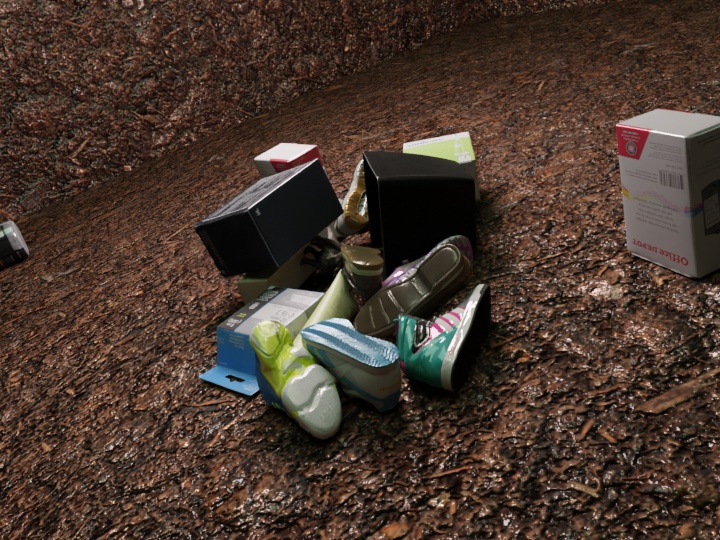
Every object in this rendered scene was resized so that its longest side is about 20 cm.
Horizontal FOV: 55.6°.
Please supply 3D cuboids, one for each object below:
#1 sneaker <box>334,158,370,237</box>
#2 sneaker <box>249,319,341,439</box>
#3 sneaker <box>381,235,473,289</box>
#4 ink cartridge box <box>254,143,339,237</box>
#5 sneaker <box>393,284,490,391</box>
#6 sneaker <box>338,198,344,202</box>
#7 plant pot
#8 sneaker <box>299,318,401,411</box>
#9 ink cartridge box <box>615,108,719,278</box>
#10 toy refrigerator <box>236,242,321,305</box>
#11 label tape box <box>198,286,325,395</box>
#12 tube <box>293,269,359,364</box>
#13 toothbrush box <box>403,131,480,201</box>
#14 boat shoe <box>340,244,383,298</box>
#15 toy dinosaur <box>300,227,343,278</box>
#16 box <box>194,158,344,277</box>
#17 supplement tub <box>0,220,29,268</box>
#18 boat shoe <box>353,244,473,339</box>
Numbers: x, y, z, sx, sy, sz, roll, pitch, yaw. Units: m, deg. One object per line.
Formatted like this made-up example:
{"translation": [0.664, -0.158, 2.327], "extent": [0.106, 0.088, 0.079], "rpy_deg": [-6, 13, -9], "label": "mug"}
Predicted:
{"translation": [-0.002, -0.155, 1.386], "extent": [0.088, 0.075, 0.202], "rpy_deg": [-39, 19, 56], "label": "sneaker"}
{"translation": [-0.090, 0.164, 0.941], "extent": [0.074, 0.107, 0.201], "rpy_deg": [-18, 51, -25], "label": "sneaker"}
{"translation": [0.104, 0.005, 1.123], "extent": [0.198, 0.082, 0.088], "rpy_deg": [-35, 21, -30], "label": "sneaker"}
{"translation": [-0.129, -0.160, 1.461], "extent": [0.085, 0.204, 0.146], "rpy_deg": [-32, 27, -31], "label": "ink cartridge box"}
{"translation": [0.107, 0.083, 0.950], "extent": [0.118, 0.085, 0.201], "rpy_deg": [6, 34, 26], "label": "sneaker"}
{"translation": [0.024, -0.149, 1.471], "extent": [0.196, 0.088, 0.077], "rpy_deg": [0, 8, 33], "label": "sneaker"}
{"translation": [0.107, -0.103, 1.219], "extent": [0.172, 0.205, 0.201], "rpy_deg": [-8, 23, -3], "label": "plant pot"}
{"translation": [-0.020, 0.125, 0.937], "extent": [0.075, 0.083, 0.198], "rpy_deg": [-21, 26, -29], "label": "sneaker"}
{"translation": [0.446, -0.113, 0.964], "extent": [0.084, 0.204, 0.148], "rpy_deg": [-22, 24, -12], "label": "ink cartridge box"}
{"translation": [-0.150, -0.004, 1.328], "extent": [0.074, 0.071, 0.200], "rpy_deg": [-3, 28, 31], "label": "toy refrigerator"}
{"translation": [-0.158, 0.107, 1.107], "extent": [0.141, 0.068, 0.199], "rpy_deg": [6, 32, 43], "label": "label tape box"}
{"translation": [-0.056, 0.087, 1.076], "extent": [0.051, 0.059, 0.201], "rpy_deg": [26, 43, 9], "label": "tube"}
{"translation": [0.160, -0.202, 1.379], "extent": [0.142, 0.088, 0.201], "rpy_deg": [-9, 27, 9], "label": "toothbrush box"}
{"translation": [0.001, 0.000, 1.128], "extent": [0.070, 0.068, 0.201], "rpy_deg": [5, 9, -6], "label": "boat shoe"}
{"translation": [-0.056, -0.028, 1.316], "extent": [0.078, 0.101, 0.200], "rpy_deg": [-62, 9, 8], "label": "toy dinosaur"}
{"translation": [-0.171, -0.096, 1.290], "extent": [0.196, 0.125, 0.200], "rpy_deg": [-10, 26, 49], "label": "box"}
{"translation": [-1.134, -0.058, 2.088], "extent": [0.197, 0.125, 0.122], "rpy_deg": [-26, 25, -19], "label": "supplement tub"}
{"translation": [0.082, 0.049, 1.007], "extent": [0.198, 0.068, 0.073], "rpy_deg": [-35, 47, 14], "label": "boat shoe"}
